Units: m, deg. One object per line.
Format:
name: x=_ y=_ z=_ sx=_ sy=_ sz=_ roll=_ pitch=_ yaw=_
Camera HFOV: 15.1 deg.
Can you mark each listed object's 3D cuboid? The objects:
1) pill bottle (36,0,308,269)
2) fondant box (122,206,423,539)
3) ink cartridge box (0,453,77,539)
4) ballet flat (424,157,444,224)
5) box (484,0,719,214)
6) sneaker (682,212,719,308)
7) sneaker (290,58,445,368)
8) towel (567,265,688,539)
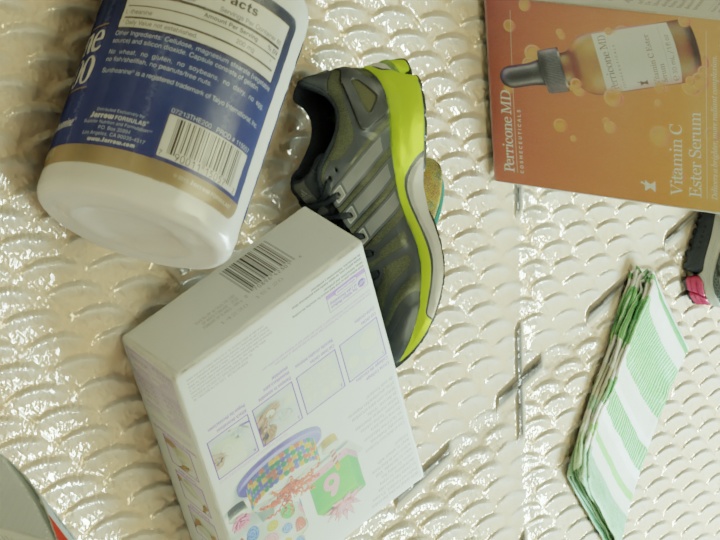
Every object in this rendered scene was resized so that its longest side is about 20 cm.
pill bottle: x=-0.093 y=-0.111 z=1.458 sx=0.111 sy=0.111 sz=0.200 roll=48 pitch=56 yaw=-58
fondant box: x=-0.049 y=0.083 z=1.616 sx=0.144 sy=0.058 sz=0.200 roll=-36 pitch=133 yaw=-23
ink cartridge box: x=-0.139 y=0.147 z=1.344 sx=0.050 sy=0.200 sz=0.162 roll=-67 pitch=151 yaw=-27
ballet flat: x=0.000 y=0.000 z=1.746 sx=0.071 sy=0.071 sz=0.200 roll=57 pitch=47 yaw=-54
box: x=0.202 y=-0.138 z=1.949 sx=0.106 sy=0.200 sz=0.152 roll=-46 pitch=137 yaw=-52
sneaker: x=0.350 y=-0.058 z=2.420 sx=0.081 sy=0.075 sz=0.200 roll=38 pitch=63 yaw=-61
sneaker: x=-0.002 y=-0.035 z=1.681 sx=0.081 sy=0.074 sz=0.200 roll=0 pitch=73 yaw=-26
towel: x=0.228 y=0.116 z=2.286 sx=0.200 sy=0.023 sz=0.153 roll=-70 pitch=153 yaw=-23
